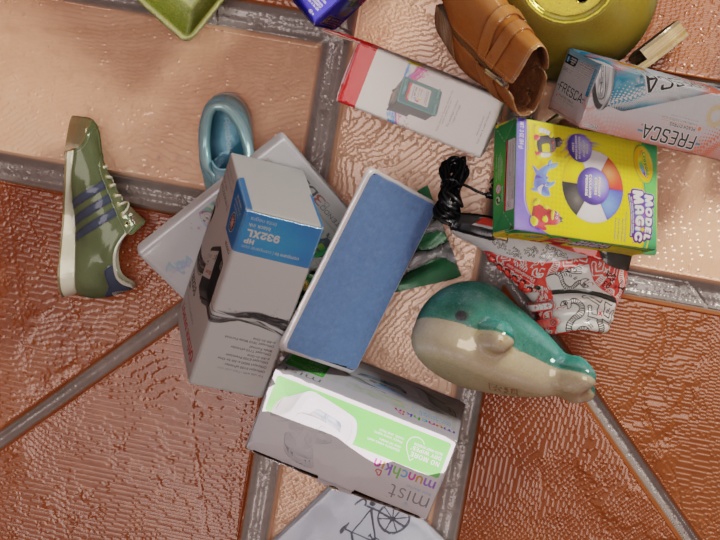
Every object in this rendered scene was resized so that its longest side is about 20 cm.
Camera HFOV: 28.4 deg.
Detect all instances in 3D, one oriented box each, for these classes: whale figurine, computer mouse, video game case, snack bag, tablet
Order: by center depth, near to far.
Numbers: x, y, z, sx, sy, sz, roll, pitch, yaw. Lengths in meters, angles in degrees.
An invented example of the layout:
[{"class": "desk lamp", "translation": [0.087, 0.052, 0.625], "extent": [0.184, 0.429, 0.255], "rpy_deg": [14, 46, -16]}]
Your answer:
[{"class": "tablet", "translation": [-0.001, 0.003, 1.437], "extent": [0.014, 0.130, 0.200], "rpy_deg": [28, 93, 37]}, {"class": "computer mouse", "translation": [0.172, -0.069, 1.469], "extent": [0.200, 0.140, 0.046], "rpy_deg": [18, 123, 4]}, {"class": "whale figurine", "translation": [0.156, 0.075, 1.493], "extent": [0.200, 0.159, 0.104], "rpy_deg": [16, 72, 15]}, {"class": "video game case", "translation": [-0.105, -0.023, 1.527], "extent": [0.200, 0.024, 0.182], "rpy_deg": [-37, 119, 9]}, {"class": "snack bag", "translation": [0.001, 0.335, 1.597], "extent": [0.200, 0.021, 0.189], "rpy_deg": [45, 99, -1]}]

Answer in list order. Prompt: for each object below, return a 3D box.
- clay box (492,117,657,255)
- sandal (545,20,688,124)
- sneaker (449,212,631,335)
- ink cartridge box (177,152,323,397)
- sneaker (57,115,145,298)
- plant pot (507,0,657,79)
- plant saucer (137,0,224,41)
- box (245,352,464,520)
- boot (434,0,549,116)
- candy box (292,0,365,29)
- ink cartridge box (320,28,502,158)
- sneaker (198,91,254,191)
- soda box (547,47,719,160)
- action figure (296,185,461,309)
[{"class": "clay box", "translation": [0.230, -0.081, 1.439], "extent": [0.200, 0.048, 0.115], "rpy_deg": [6, 80, -25]}, {"class": "sandal", "translation": [0.266, -0.168, 1.482], "extent": [0.212, 0.078, 0.070], "rpy_deg": [-38, 92, 3]}, {"class": "sneaker", "translation": [0.181, 0.007, 1.515], "extent": [0.201, 0.067, 0.108], "rpy_deg": [13, 95, 2]}, {"class": "ink cartridge box", "translation": [-0.116, 0.005, 1.442], "extent": [0.084, 0.145, 0.200], "rpy_deg": [13, 114, -19]}, {"class": "sneaker", "translation": [-0.280, -0.067, 1.564], "extent": [0.090, 0.067, 0.201], "rpy_deg": [5, 97, -2]}, {"class": "plant pot", "translation": [0.207, -0.295, 1.439], "extent": [0.200, 0.142, 0.200], "rpy_deg": [1, 97, 7]}, {"class": "plant saucer", "translation": [-0.192, -0.382, 1.522], "extent": [0.200, 0.048, 0.200], "rpy_deg": [41, 99, 0]}, {"class": "box", "translation": [-0.002, 0.164, 1.500], "extent": [0.200, 0.176, 0.097], "rpy_deg": [22, 99, 4]}, {"class": "boot", "translation": [0.124, -0.255, 1.362], "extent": [0.074, 0.200, 0.155], "rpy_deg": [-28, 52, -9]}, {"class": "candy box", "translation": [0.014, -0.338, 1.442], "extent": [0.200, 0.169, 0.077], "rpy_deg": [-40, 93, 9]}, {"class": "ink cartridge box", "translation": [0.047, -0.186, 1.483], "extent": [0.200, 0.116, 0.067], "rpy_deg": [22, 100, 4]}, {"class": "sneaker", "translation": [-0.141, -0.090, 1.532], "extent": [0.074, 0.082, 0.200], "rpy_deg": [-12, 97, 9]}, {"class": "soda box", "translation": [0.292, -0.165, 1.432], "extent": [0.200, 0.064, 0.069], "rpy_deg": [8, 109, -29]}, {"class": "action figure", "translation": [0.000, 0.000, 1.519], "extent": [0.200, 0.055, 0.118], "rpy_deg": [-22, 115, 2]}]
